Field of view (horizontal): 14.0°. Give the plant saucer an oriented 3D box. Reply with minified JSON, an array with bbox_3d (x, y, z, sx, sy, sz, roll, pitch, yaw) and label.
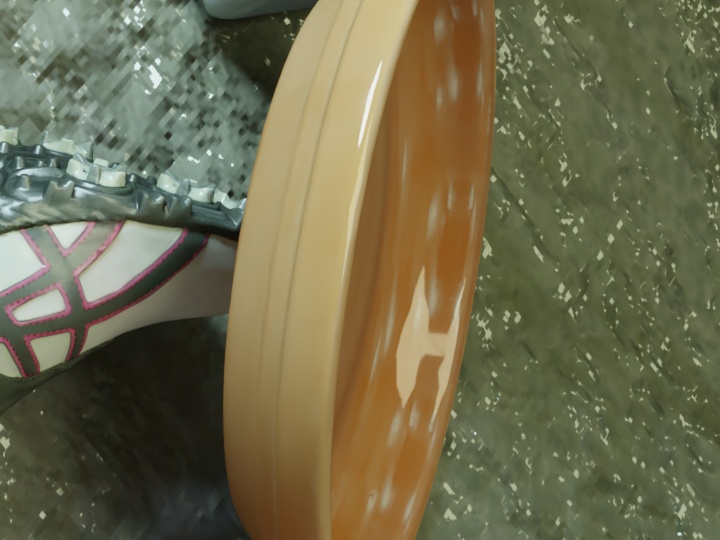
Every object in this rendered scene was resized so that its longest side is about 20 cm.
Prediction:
[{"bbox_3d":[0.000,0.000,0.827,0.200,0.037,0.201,8,90,-78],"label":"plant saucer"}]

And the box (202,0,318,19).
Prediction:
[{"bbox_3d":[0.042,-0.204,0.886,0.171,0.199,0.200,-16,86,-46],"label":"box"}]

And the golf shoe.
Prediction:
[{"bbox_3d":[-0.103,0.005,0.779,0.200,0.077,0.088,5,99,-47],"label":"golf shoe"}]
